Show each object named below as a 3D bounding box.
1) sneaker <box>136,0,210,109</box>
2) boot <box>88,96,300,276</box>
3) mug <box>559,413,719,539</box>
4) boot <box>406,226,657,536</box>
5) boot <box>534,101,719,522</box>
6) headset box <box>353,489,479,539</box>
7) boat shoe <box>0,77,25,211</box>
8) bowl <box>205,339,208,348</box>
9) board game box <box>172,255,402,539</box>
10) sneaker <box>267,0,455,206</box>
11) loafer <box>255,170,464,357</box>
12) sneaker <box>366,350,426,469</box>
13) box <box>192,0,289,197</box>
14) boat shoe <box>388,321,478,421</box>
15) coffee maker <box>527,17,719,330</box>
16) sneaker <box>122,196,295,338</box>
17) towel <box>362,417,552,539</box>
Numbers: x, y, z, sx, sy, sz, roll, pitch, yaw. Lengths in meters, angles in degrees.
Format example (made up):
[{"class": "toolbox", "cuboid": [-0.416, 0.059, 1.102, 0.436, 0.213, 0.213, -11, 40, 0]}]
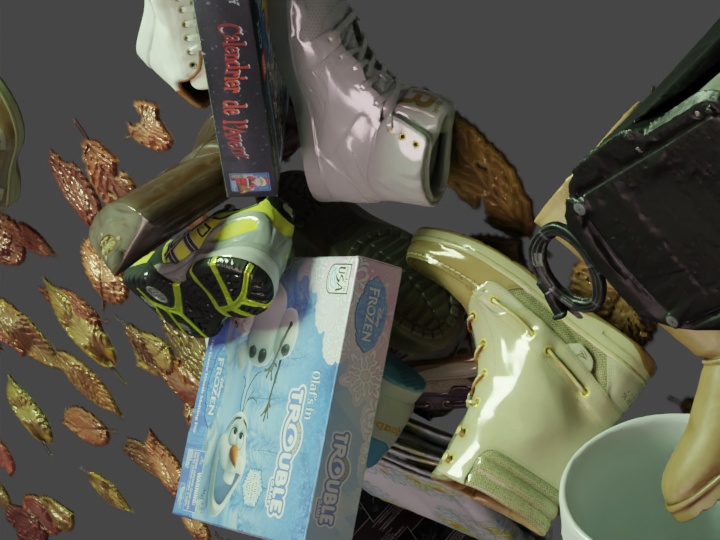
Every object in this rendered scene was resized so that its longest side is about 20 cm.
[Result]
[{"class": "sneaker", "cuboid": [-0.112, -0.186, 1.254, 0.085, 0.073, 0.200, 49, 161, 14]}, {"class": "boot", "cuboid": [-0.139, -0.057, 1.307, 0.064, 0.200, 0.186, 52, 147, -6]}, {"class": "mug", "cuboid": [0.236, 0.202, 1.178, 0.148, 0.198, 0.177, -121, 17, -55]}, {"class": "boot", "cuboid": [0.085, 0.075, 1.229, 0.199, 0.156, 0.073, 33, 174, 17]}, {"class": "boot", "cuboid": [0.186, 0.027, 1.084, 0.200, 0.175, 0.066, 42, -174, 3]}, {"class": "headset box", "cuboid": [0.041, 0.281, 1.590, 0.199, 0.077, 0.150, 31, 145, 27]}, {"class": "boat shoe", "cuboid": [-0.358, -0.116, 1.632, 0.073, 0.063, 0.201, 37, 147, 15]}, {"class": "bowl", "cuboid": [-0.080, 0.085, 1.466, 0.201, 0.089, 0.203, 171, 90, -83]}, {"class": "board game box", "cuboid": [-0.057, 0.091, 1.268, 0.043, 0.202, 0.198, 15, 172, -32]}, {"class": "sneaker", "cuboid": [0.009, -0.132, 1.189, 0.115, 0.074, 0.201, 8, 130, 28]}, {"class": "loafer", "cuboid": [0.000, 0.000, 1.336, 0.200, 0.075, 0.069, 41, 151, 26]}, {"class": "sneaker", "cuboid": [-0.023, 0.078, 1.323, 0.076, 0.081, 0.200, 24, -172, -25]}, {"class": "box", "cuboid": [-0.078, -0.169, 1.178, 0.037, 0.137, 0.201, -1, 135, 5]}, {"class": "boat shoe", "cuboid": [0.053, 0.084, 1.364, 0.199, 0.072, 0.065, -14, 112, 49]}, {"class": "coffee maker", "cuboid": [0.199, -0.077, 0.888, 0.191, 0.200, 0.136, 1, 125, 46]}, {"class": "sneaker", "cuboid": [-0.106, -0.003, 1.297, 0.075, 0.077, 0.199, 43, 153, -24]}, {"class": "towel", "cuboid": [0.050, 0.164, 1.416, 0.170, 0.048, 0.200, 22, 165, 34]}]
